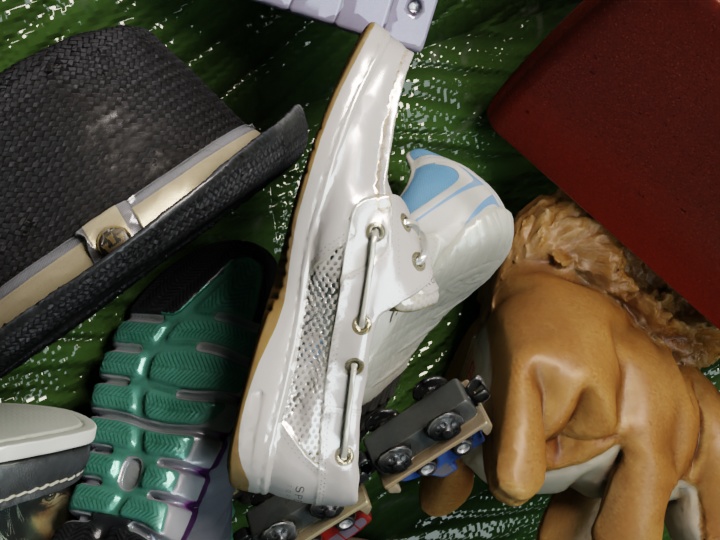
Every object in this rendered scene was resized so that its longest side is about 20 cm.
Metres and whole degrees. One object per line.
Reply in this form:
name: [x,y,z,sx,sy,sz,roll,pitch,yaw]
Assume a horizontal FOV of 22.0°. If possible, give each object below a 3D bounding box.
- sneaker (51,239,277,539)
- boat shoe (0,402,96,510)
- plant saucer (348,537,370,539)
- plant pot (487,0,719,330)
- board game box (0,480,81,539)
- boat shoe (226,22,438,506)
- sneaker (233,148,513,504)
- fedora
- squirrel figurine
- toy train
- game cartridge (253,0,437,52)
sneaker: [-0.081,0.087,0.832,0.201,0.074,0.088,-67,152,-19]
boat shoe: [-0.201,0.095,0.741,0.198,0.075,0.061,-7,101,-24]
plant saucer: [-0.004,0.236,0.931,0.199,0.029,0.202,19,63,-41]
plant pot: [0.205,-0.107,0.855,0.200,0.200,0.176,-46,171,-17]
board game box: [-0.202,0.171,0.801,0.199,0.028,0.136,-26,123,-30]
boat shoe: [0.000,0.000,0.774,0.069,0.071,0.202,15,93,1]
sneaker: [-0.011,0.029,0.883,0.200,0.072,0.072,-48,149,4]
fedora: [-0.120,-0.029,0.728,0.200,0.200,0.092,-36,92,-22]
squirrel figurine: [0.145,0.058,0.941,0.185,0.142,0.202,15,70,-11]
toy train: [-0.019,0.113,0.873,0.199,0.034,0.046,-34,134,11]
game cartridge: [-0.005,-0.205,0.771,0.129,0.038,0.202,15,99,-18]
